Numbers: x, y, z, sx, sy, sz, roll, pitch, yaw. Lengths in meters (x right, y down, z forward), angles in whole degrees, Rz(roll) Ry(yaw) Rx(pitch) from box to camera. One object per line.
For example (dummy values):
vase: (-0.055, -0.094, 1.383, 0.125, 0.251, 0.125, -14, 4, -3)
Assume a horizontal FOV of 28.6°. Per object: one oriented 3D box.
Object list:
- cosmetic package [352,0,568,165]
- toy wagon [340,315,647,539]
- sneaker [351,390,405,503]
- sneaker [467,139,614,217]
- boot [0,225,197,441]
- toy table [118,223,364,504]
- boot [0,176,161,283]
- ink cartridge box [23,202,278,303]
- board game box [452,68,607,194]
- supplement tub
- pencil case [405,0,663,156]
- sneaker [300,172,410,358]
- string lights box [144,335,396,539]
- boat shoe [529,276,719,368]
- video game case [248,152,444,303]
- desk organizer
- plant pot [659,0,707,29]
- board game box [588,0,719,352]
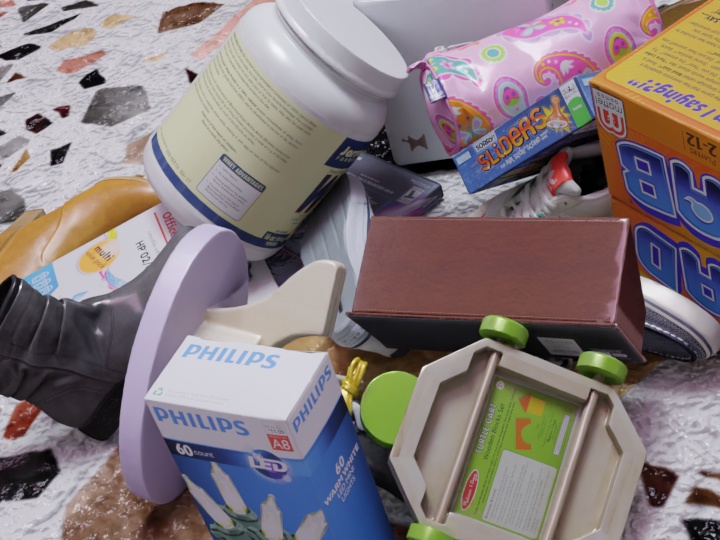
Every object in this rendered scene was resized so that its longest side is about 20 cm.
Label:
cosmetic package: (0.103, -0.225, 1.275, 0.165, 0.168, 0.201, -6, 36, 16)
toy wagon: (0.079, 0.109, 0.903, 0.198, 0.040, 0.156, 20, 73, 4)
sneaker: (0.058, 0.122, 0.962, 0.198, 0.092, 0.066, -2, 3, -7)
sneaker: (0.146, -0.059, 1.083, 0.198, 0.093, 0.071, -22, 62, 21)
boot: (-0.207, 0.033, 1.059, 0.201, 0.131, 0.070, -56, 26, 14)
toy table: (-0.083, 0.078, 1.003, 0.116, 0.202, 0.184, 14, 13, 23)
boot: (-0.267, -0.009, 1.256, 0.199, 0.071, 0.144, -10, 33, 29)
ink cartridge box: (-0.179, 0.016, 1.172, 0.199, 0.068, 0.115, -29, 41, -3)
board game box: (0.182, -0.119, 1.107, 0.199, 0.035, 0.135, -19, -9, -47)
supplement tub: (-0.069, -0.124, 1.157, 0.200, 0.144, 0.146, -48, 31, 21)
pencil case: (0.140, -0.165, 1.122, 0.198, 0.088, 0.088, -23, 37, -6)
sneaker: (0.000, 0.000, 1.133, 0.073, 0.070, 0.201, -44, 31, 27)
string lights box: (-0.047, 0.136, 0.876, 0.102, 0.201, 0.059, 5, 43, 29)
boat shoe: (0.156, 0.047, 1.018, 0.199, 0.075, 0.093, 20, 69, 38)
video game case: (-0.044, -0.035, 1.236, 0.200, 0.019, 0.142, -39, 41, -25)
desk organizer: (0.098, 0.011, 0.980, 0.198, 0.072, 0.078, 2, 69, 28)
plant pot: (0.322, -0.200, 1.274, 0.198, 0.028, 0.201, -12, 37, 9)
board game box: (0.308, -0.066, 0.971, 0.199, 0.201, 0.200, -33, 40, -18)
